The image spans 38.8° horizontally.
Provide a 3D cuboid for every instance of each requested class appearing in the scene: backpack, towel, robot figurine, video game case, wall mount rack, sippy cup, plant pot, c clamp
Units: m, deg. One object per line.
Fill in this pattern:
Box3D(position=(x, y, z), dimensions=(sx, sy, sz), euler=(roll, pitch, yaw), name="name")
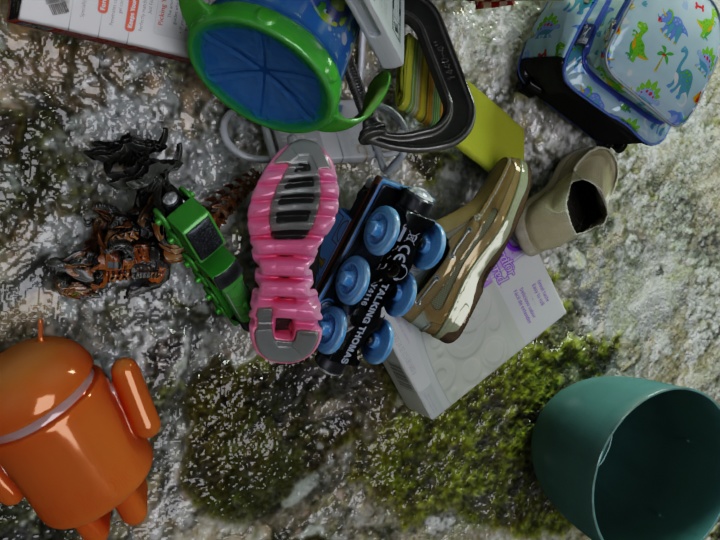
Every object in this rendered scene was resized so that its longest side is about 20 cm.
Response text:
Box3D(position=(0.290, -0.250, 1.087), dimensions=(0.183, 0.147, 0.200), euler=(27, 82, -31), name="backpack")
Box3D(position=(0.104, -0.154, 1.039), dimensions=(0.200, 0.018, 0.086), euler=(30, 56, -39), name="towel")
Box3D(position=(-0.257, 0.140, 0.890), dimensions=(0.200, 0.144, 0.117), euler=(62, 38, -21), name="robot figurine")
Box3D(position=(0.000, -0.296, 0.828), dimensions=(0.182, 0.023, 0.200), euler=(50, 38, -60), name="video game case")
Box3D(position=(-0.037, -0.173, 0.978), dimensions=(0.200, 0.075, 0.174), euler=(-6, 69, -27), name="wall mount rack")
Box3D(position=(-0.058, -0.209, 0.866), dimensions=(0.131, 0.139, 0.178), euler=(-65, 150, -26), name="sippy cup")
Box3D(position=(0.289, 0.210, 1.153), dimensions=(0.200, 0.161, 0.201), euler=(-4, 100, -26), name="plant pot")
Box3D(position=(0.012, -0.189, 0.951), dimensions=(0.171, 0.027, 0.200), euler=(-19, 75, -20), name="c clamp")

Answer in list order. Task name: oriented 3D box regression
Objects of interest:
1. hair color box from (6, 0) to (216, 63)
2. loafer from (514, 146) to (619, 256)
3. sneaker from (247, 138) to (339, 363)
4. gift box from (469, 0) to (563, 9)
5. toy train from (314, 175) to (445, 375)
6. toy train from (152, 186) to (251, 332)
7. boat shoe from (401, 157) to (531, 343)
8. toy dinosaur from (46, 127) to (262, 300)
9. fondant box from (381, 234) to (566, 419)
Box3D(position=(-0.192, -0.247, 0.887), dimensions=(0.200, 0.064, 0.111), euler=(8, 96, -30), name="hair color box")
Box3D(position=(0.238, -0.076, 1.104), dimensions=(0.200, 0.068, 0.076), euler=(-43, 118, -41), name="loafer")
Box3D(position=(-0.065, -0.022, 0.924), dimensions=(0.079, 0.095, 0.200), euler=(8, 104, -5), name="sneaker")
Box3D(position=(0.122, -0.352, 0.967), dimensions=(0.199, 0.187, 0.185), euler=(4, 97, -6), name="gift box")
Box3D(position=(0.000, 0.000, 0.977), dimensions=(0.087, 0.114, 0.200), euler=(16, 108, -37), name="toy train")
Box3D(position=(-0.128, -0.003, 0.913), dimensions=(0.042, 0.056, 0.200), euler=(-43, 150, -13), name="toy train")
Box3D(position=(0.101, -0.031, 1.014), dimensions=(0.076, 0.072, 0.200), euler=(27, 80, -7), name="boat shoe")
Box3D(position=(-0.188, -0.050, 0.923), dimensions=(0.200, 0.102, 0.136), euler=(-40, 131, -35), name="toy dinosaur")
Box3D(position=(0.107, 0.039, 1.091), dimensions=(0.200, 0.058, 0.144), euler=(-36, 112, -19), name="fondant box")
